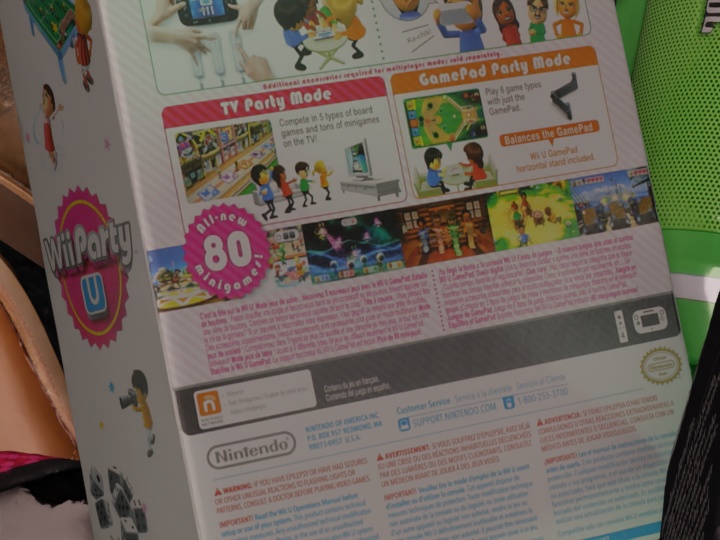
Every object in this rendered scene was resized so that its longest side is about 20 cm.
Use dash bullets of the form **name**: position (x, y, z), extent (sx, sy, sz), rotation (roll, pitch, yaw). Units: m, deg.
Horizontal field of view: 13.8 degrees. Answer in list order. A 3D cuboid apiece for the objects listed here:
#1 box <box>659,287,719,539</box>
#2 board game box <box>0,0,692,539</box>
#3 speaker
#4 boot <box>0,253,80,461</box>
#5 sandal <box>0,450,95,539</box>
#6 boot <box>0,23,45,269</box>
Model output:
- **box**: position (0.138, 0.095, 0.647), extent (0.147, 0.105, 0.200), rotation (12, 46, 2)
- **board game box**: position (0.000, 0.000, 0.751), extent (0.147, 0.064, 0.201), rotation (-9, 88, -29)
- **speaker**: position (0.115, -0.058, 0.837), extent (0.088, 0.088, 0.201), rotation (11, 73, 4)
- **boot**: position (-0.127, 0.068, 0.806), extent (0.200, 0.074, 0.155), rotation (28, 77, 10)
- **sandal**: position (-0.089, 0.077, 0.751), extent (0.199, 0.045, 0.075), rotation (-7, 85, -11)
- **boot**: position (-0.022, -0.011, 0.809), extent (0.200, 0.074, 0.076), rotation (32, 104, -4)
